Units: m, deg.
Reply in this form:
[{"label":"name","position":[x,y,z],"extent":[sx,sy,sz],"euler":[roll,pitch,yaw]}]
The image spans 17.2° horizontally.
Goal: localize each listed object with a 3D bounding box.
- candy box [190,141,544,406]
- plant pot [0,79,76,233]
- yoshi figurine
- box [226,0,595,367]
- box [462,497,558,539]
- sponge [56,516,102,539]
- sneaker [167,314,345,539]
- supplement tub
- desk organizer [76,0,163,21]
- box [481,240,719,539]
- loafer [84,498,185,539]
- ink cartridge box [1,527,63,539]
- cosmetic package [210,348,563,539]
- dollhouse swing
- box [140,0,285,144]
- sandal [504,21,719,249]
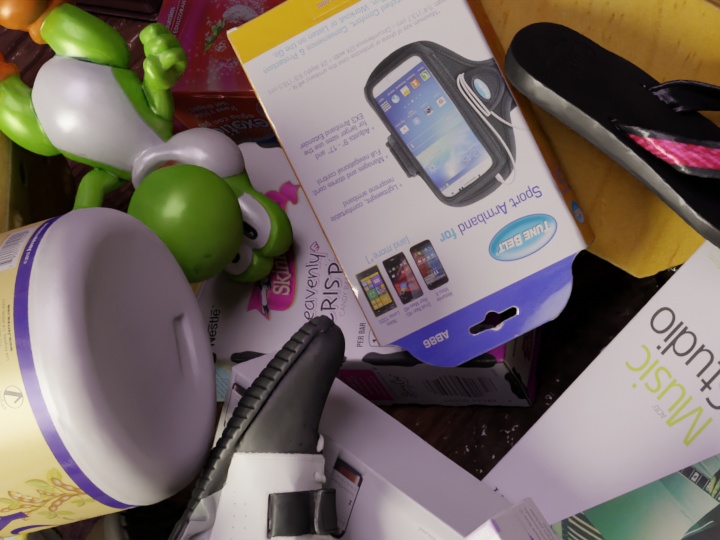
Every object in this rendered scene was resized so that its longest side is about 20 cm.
[{"label":"candy box","position":[0.000,0.000,1.279],"extent":[0.199,0.061,0.137],"euler":[-2,62,21]},{"label":"plant pot","position":[-0.268,-0.021,1.328],"extent":[0.198,0.196,0.195],"euler":[-7,59,8]},{"label":"yoshi figurine","position":[-0.124,-0.063,1.227],"extent":[0.200,0.112,0.112],"euler":[38,59,2]},{"label":"box","position":[0.030,-0.057,1.185],"extent":[0.118,0.041,0.201],"euler":[-25,93,15]},{"label":"box","position":[0.017,0.176,1.121],"extent":[0.200,0.039,0.042],"euler":[-41,77,35]},{"label":"sponge","position":[-0.210,0.186,1.275],"extent":[0.200,0.030,0.112],"euler":[-40,56,-4]},{"label":"sneaker","position":[-0.041,0.122,1.143],"extent":[0.088,0.074,0.201],"euler":[26,88,-4]},{"label":"supplement tub","position":[-0.187,0.060,1.170],"extent":[0.199,0.145,0.146],"euler":[-16,57,24]},{"label":"desk organizer","position":[-0.132,-0.262,1.470],"extent":[0.071,0.077,0.201],"euler":[11,66,26]},{"label":"box","position":[0.163,0.090,1.149],"extent":[0.200,0.036,0.144],"euler":[-49,55,11]},{"label":"loafer","position":[-0.100,0.214,1.193],"extent":[0.071,0.073,0.201],"euler":[-33,60,38]},{"label":"ink cartridge box","position":[-0.263,0.222,1.214],"extent":[0.196,0.047,0.201],"euler":[-7,50,25]},{"label":"cosmetic package","position":[0.010,0.126,1.182],"extent":[0.199,0.083,0.050],"euler":[33,34,31]},{"label":"dollhouse swing","position":[0.146,-0.122,1.263],"extent":[0.199,0.176,0.183],"euler":[28,108,4]},{"label":"box","position":[-0.046,-0.161,1.365],"extent":[0.095,0.100,0.201],"euler":[2,63,22]},{"label":"sandal","position":[0.160,-0.065,1.141],"extent":[0.199,0.045,0.075],"euler":[34,39,5]}]
